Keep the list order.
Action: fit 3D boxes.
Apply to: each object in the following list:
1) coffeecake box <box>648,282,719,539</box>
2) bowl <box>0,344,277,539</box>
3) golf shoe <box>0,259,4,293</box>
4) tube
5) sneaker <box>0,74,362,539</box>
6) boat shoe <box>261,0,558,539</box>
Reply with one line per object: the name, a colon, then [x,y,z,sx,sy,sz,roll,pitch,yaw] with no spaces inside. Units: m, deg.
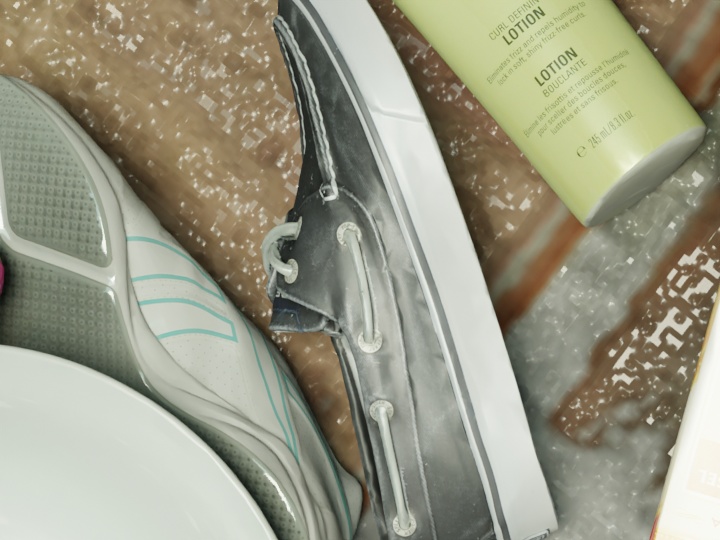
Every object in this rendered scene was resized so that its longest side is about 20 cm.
coffeecake box: [0.142,0.013,0.718,0.073,0.153,0.202,15,90,11]
bowl: [-0.119,0.130,0.712,0.200,0.090,0.203,8,64,-18]
golf shoe: [-0.213,0.012,0.740,0.199,0.073,0.093,17,116,-7]
tube: [0.032,-0.105,0.799,0.058,0.052,0.201,-28,75,-32]
sneaker: [-0.071,0.025,0.796,0.070,0.080,0.201,-35,86,23]
boat shoe: [0.000,0.000,0.786,0.067,0.072,0.201,-19,91,-4]
